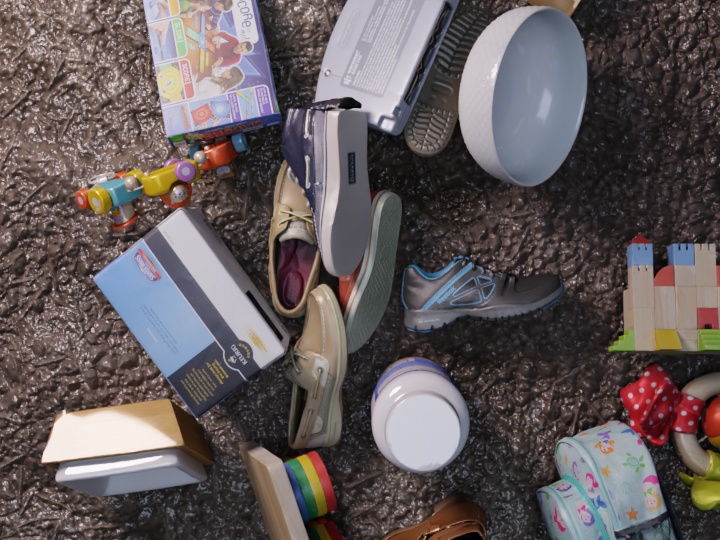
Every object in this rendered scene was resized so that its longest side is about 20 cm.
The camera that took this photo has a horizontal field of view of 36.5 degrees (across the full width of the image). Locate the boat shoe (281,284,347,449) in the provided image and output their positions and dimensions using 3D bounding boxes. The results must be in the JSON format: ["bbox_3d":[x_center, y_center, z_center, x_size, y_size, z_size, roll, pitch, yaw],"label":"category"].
[{"bbox_3d":[-0.057,0.117,1.288,0.064,0.072,0.203,-5,109,-21],"label":"boat shoe"}]

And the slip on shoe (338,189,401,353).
[{"bbox_3d":[0.000,0.000,1.310,0.061,0.074,0.203,16,100,33],"label":"slip on shoe"}]

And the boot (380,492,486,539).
[{"bbox_3d":[0.072,0.351,1.277,0.199,0.155,0.077,-38,93,2],"label":"boot"}]

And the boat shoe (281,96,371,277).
[{"bbox_3d":[-0.043,-0.098,1.257,0.092,0.074,0.203,10,100,40],"label":"boat shoe"}]

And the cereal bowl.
[{"bbox_3d":[0.175,-0.202,1.253,0.083,0.199,0.203,15,94,39],"label":"cereal bowl"}]

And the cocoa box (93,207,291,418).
[{"bbox_3d":[-0.191,0.045,1.269,0.131,0.133,0.201,-36,94,2],"label":"cocoa box"}]

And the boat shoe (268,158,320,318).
[{"bbox_3d":[-0.072,-0.042,1.299,0.073,0.066,0.204,1,93,-1],"label":"boat shoe"}]

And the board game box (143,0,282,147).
[{"bbox_3d":[-0.175,-0.256,1.275,0.133,0.034,0.203,-12,76,0],"label":"board game box"}]

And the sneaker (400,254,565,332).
[{"bbox_3d":[0.145,0.020,1.302,0.197,0.073,0.083,-9,93,-1],"label":"sneaker"}]

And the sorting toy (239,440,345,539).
[{"bbox_3d":[-0.063,0.295,1.260,0.069,0.199,0.203,-19,93,-15],"label":"sorting toy"}]

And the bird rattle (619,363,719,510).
[{"bbox_3d":[0.418,0.193,1.322,0.162,0.113,0.201,-31,80,-10],"label":"bird rattle"}]

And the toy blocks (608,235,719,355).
[{"bbox_3d":[0.394,0.029,1.304,0.197,0.100,0.139,1,82,0],"label":"toy blocks"}]

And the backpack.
[{"bbox_3d":[0.291,0.282,1.268,0.148,0.178,0.203,-14,89,-5],"label":"backpack"}]

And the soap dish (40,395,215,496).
[{"bbox_3d":[-0.261,0.204,1.255,0.155,0.200,0.083,-8,74,0],"label":"soap dish"}]

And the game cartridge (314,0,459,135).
[{"bbox_3d":[0.028,-0.267,1.271,0.132,0.040,0.202,23,87,29],"label":"game cartridge"}]

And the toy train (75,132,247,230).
[{"bbox_3d":[-0.227,-0.101,1.268,0.197,0.150,0.056,-16,105,8],"label":"toy train"}]

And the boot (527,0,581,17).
[{"bbox_3d":[0.206,-0.419,1.287,0.199,0.066,0.176,33,104,-1],"label":"boot"}]

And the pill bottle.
[{"bbox_3d":[0.067,0.166,1.245,0.110,0.200,0.114,0,94,-1],"label":"pill bottle"}]

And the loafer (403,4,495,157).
[{"bbox_3d":[0.100,-0.223,1.294,0.075,0.068,0.202,27,77,-2],"label":"loafer"}]
